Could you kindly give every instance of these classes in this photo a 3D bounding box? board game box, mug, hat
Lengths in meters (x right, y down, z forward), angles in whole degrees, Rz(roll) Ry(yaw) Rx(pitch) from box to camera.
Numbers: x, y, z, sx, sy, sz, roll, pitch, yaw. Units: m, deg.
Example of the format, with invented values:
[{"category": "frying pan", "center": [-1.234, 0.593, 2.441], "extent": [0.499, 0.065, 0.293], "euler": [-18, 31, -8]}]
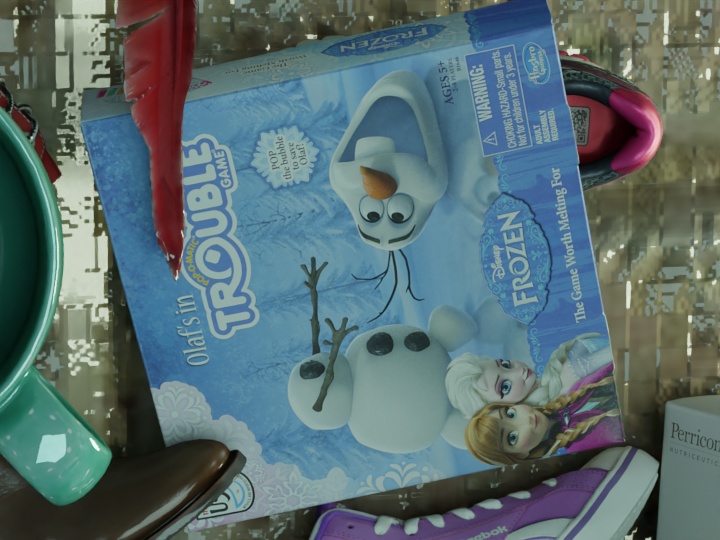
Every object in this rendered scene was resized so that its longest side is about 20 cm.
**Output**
[{"category": "board game box", "center": [0.000, 0.000, 1.064], "extent": [0.199, 0.043, 0.200], "euler": [-12, 115, 3]}, {"category": "mug", "center": [-0.186, 0.009, 0.955], "extent": [0.152, 0.114, 0.185], "euler": [-12, 92, -7]}, {"category": "hat", "center": [-0.051, -0.142, 0.957], "extent": [0.176, 0.200, 0.166], "euler": [40, 46, -24]}]

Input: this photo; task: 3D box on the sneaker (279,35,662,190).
[{"category": "sneaker", "center": [0.035, -0.066, 1.095], "extent": [0.200, 0.075, 0.081], "euler": [-8, 101, -15]}]

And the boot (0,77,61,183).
[{"category": "boot", "center": [-0.166, -0.111, 1.032], "extent": [0.144, 0.072, 0.200], "euler": [29, 98, -19]}]

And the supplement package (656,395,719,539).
[{"category": "supplement package", "center": [0.214, 0.163, 1.146], "extent": [0.120, 0.121, 0.200], "euler": [-2, 99, -35]}]

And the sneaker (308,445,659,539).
[{"category": "sneaker", "center": [0.043, 0.122, 1.130], "extent": [0.114, 0.073, 0.200], "euler": [41, 59, 16]}]

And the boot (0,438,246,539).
[{"category": "boot", "center": [-0.170, 0.044, 1.040], "extent": [0.186, 0.064, 0.200], "euler": [-26, 101, 6]}]
